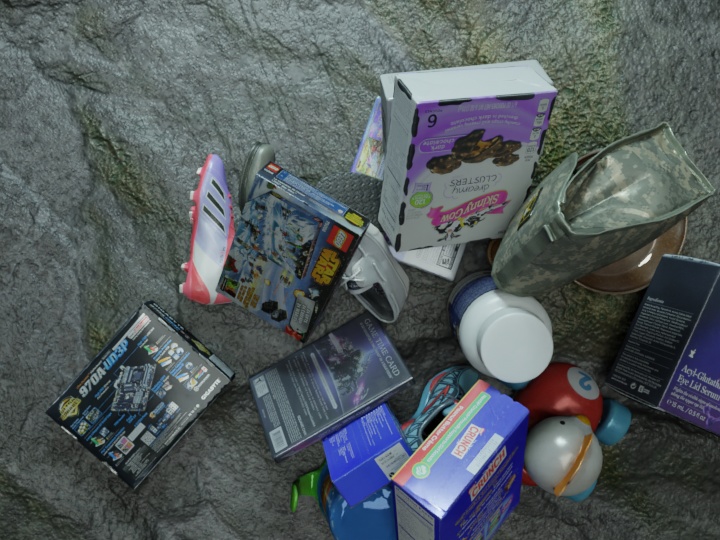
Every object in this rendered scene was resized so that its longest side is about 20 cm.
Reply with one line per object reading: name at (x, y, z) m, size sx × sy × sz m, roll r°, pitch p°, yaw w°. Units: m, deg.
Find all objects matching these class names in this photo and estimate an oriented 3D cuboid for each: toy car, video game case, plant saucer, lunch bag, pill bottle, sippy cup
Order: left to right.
video game case at (-0.043, 0.146, 0.891) m, size 0.200 × 0.143 × 0.019 m, roll -29°, pitch 131°, yaw -2°
sippy cup at (0.007, 0.304, 0.892) m, size 0.178 × 0.130 × 0.140 m, roll -30°, pitch 93°, yaw -2°
video game case at (0.072, -0.109, 0.927) m, size 0.181 × 0.045 × 0.200 m, roll 20°, pitch 90°, yaw -4°
pill bottle at (0.174, 0.070, 0.852) m, size 0.111 × 0.200 × 0.111 m, roll 0°, pitch 100°, yaw 0°
toy car at (0.258, 0.211, 0.864) m, size 0.184 × 0.200 × 0.177 m, roll 31°, pitch 90°, yaw -3°
lunch bag at (0.247, -0.058, 0.753) m, size 0.200 × 0.164 × 0.118 m, roll -24°, pitch 75°, yaw -23°
plant saucer at (0.348, -0.067, 0.943) m, size 0.200 × 0.037 × 0.201 m, roll 0°, pitch 92°, yaw -3°

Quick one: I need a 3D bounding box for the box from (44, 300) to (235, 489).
box at (-0.295, 0.167, 0.919) m, size 0.159 × 0.046 × 0.200 m, roll 41°, pitch 90°, yaw -2°

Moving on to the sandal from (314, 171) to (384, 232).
sandal at (0.034, -0.083, 0.885) m, size 0.200 × 0.048 × 0.075 m, roll 4°, pitch 90°, yaw -15°

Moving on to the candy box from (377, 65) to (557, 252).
candy box at (0.117, -0.127, 0.792) m, size 0.168 × 0.072 × 0.200 m, roll -9°, pitch 133°, yaw -16°

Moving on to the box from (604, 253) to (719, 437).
box at (0.446, 0.099, 0.899) m, size 0.148 × 0.104 × 0.200 m, roll 23°, pitch 92°, yaw -20°

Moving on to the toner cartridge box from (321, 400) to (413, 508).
toner cartridge box at (0.002, 0.205, 0.853) m, size 0.095 × 0.200 × 0.043 m, roll -31°, pitch 106°, yaw -1°

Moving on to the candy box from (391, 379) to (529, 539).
candy box at (0.117, 0.257, 0.789) m, size 0.077 × 0.200 × 0.169 m, roll 29°, pitch 52°, yaw 32°

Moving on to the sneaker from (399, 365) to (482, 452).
sneaker at (0.115, 0.196, 0.879) m, size 0.079 × 0.096 × 0.200 m, roll 52°, pitch 53°, yaw -9°

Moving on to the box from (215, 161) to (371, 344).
box at (-0.087, -0.015, 0.819) m, size 0.137 × 0.040 × 0.200 m, roll 31°, pitch 130°, yaw 3°

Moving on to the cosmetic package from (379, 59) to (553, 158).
cosmetic package at (0.128, -0.195, 0.848) m, size 0.200 × 0.071 × 0.102 m, roll -5°, pitch 131°, yaw -3°

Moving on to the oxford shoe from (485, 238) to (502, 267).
oxford shoe at (0.263, -0.047, 0.889) m, size 0.200 × 0.071 × 0.071 m, roll -17°, pitch 94°, yaw 0°

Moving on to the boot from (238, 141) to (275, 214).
boot at (-0.092, -0.065, 0.899) m, size 0.130 × 0.068 × 0.200 m, roll 8°, pitch 99°, yaw 12°

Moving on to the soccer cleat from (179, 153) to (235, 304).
soccer cleat at (-0.194, -0.053, 0.912) m, size 0.076 × 0.067 × 0.200 m, roll 8°, pitch 93°, yaw -11°

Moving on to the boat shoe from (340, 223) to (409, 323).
boat shoe at (0.000, 0.000, 0.864) m, size 0.072 × 0.200 × 0.069 m, roll -4°, pitch 55°, yaw 25°
